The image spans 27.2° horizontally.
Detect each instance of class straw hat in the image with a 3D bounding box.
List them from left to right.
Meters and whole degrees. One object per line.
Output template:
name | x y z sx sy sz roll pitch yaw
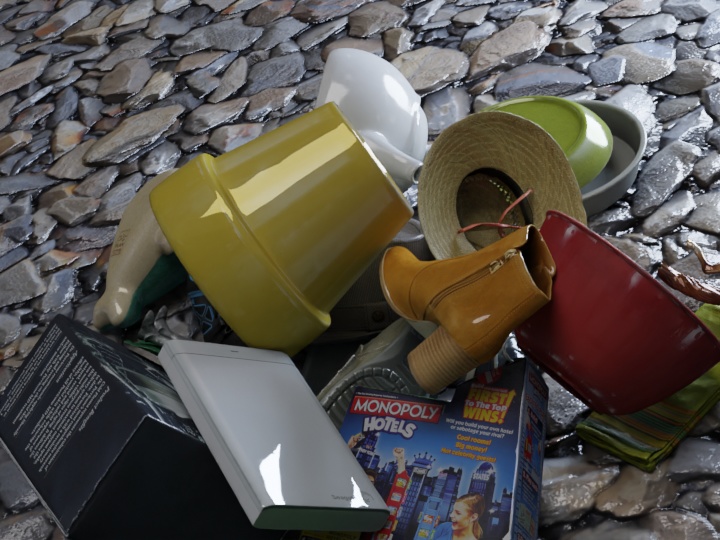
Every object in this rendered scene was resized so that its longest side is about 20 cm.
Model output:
straw hat | 0.126 -0.053 1.503 0.200 0.202 0.085 -36 7 -23

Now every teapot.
teapot | 0.015 -0.147 1.662 0.145 0.198 0.202 13 61 -3

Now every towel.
towel | 0.284 0.097 1.329 0.200 0.018 0.086 -40 41 -26

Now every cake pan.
cake pan | 0.216 -0.116 1.624 0.198 0.037 0.201 -13 37 9

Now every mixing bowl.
mixing bowl | 0.205 0.053 1.280 0.109 0.200 0.200 -51 41 -2

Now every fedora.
fedora | 0.000 0.000 1.491 0.198 0.091 0.177 -8 20 10

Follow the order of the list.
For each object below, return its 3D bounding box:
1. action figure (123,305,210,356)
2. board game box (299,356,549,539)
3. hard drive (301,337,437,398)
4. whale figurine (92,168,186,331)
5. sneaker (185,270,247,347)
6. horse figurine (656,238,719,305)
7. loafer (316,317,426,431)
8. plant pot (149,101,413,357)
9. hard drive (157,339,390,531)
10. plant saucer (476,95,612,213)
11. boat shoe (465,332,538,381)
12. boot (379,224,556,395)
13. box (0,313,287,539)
action figure | -0.111 0.099 1.367 0.199 0.055 0.118 29 10 5
board game box | 0.074 0.167 1.242 0.198 0.062 0.201 7 63 32
hard drive | 0.001 0.131 1.402 0.138 0.033 0.201 -5 39 19
whale figurine | -0.221 -0.013 1.656 0.159 0.103 0.201 -12 50 57
sneaker | -0.141 0.045 1.540 0.073 0.082 0.200 -26 37 -13
horse figurine | 0.369 -0.005 1.385 0.199 0.050 0.132 -23 34 -27
loafer | 0.019 0.104 1.355 0.200 0.075 0.070 -40 10 -26
plant pot | -0.062 -0.048 1.366 0.188 0.201 0.201 -37 36 4
hard drive | -0.073 0.134 1.225 0.131 0.027 0.200 10 31 -40
plant saucer | 0.172 -0.134 1.609 0.198 0.031 0.201 -12 37 9
boat shoe | 0.129 0.096 1.354 0.061 0.075 0.201 -2 40 25
boot | 0.094 0.006 1.268 0.144 0.071 0.202 -40 30 16
box | -0.185 0.162 1.284 0.124 0.199 0.196 -55 41 3
